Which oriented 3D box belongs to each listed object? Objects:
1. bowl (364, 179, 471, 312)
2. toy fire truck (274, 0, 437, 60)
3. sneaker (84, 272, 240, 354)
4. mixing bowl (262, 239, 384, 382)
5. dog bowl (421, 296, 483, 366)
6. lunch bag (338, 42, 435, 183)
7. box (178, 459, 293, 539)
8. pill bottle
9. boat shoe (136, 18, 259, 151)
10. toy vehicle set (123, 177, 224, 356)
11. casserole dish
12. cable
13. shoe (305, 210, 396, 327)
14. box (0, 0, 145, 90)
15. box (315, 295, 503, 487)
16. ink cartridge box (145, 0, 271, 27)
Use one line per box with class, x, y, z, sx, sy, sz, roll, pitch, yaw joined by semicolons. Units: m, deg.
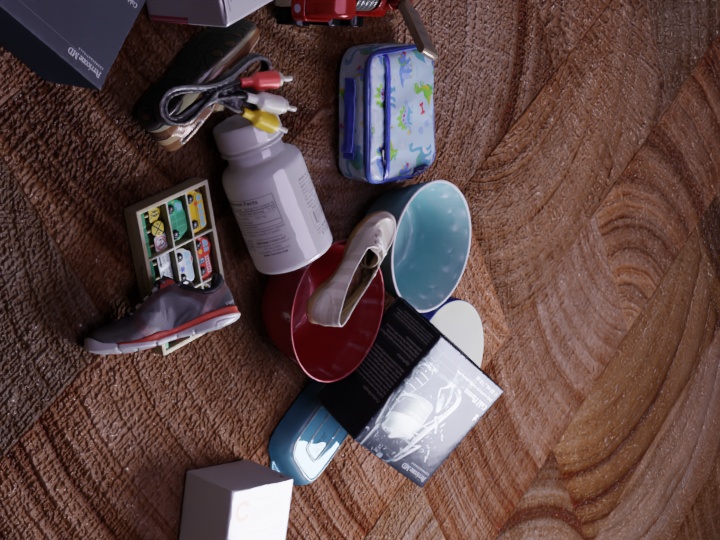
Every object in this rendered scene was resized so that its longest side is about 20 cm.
bowl;0.072;-0.045;1.976;0.200;0.104;0.204;-18;113;-47
toy fire truck;0.004;-0.354;1.725;0.175;0.198;0.131;-10;108;-49
sneaker;-0.253;0.051;1.611;0.197;0.077;0.083;-15;88;-21
mixing bowl;-0.068;0.049;1.827;0.199;0.107;0.203;-17;112;-48
dog bowl;0.115;0.137;2.104;0.199;0.078;0.203;-18;114;-47
lunch bag;0.038;-0.232;1.901;0.160;0.082;0.203;-13;110;-46
box;-0.179;0.381;1.797;0.124;0.097;0.203;-1;102;-50
pill bottle;-0.120;-0.108;1.706;0.114;0.113;0.202;-38;117;-38
boat shoe;-0.199;-0.233;1.620;0.200;0.075;0.074;-49;140;-19
toy vehicle set;-0.235;-0.006;1.670;0.124;0.026;0.203;-31;123;-42
casserole dish;-0.062;0.238;1.948;0.201;0.038;0.122;-52;135;-27
cable;-0.160;-0.218;1.572;0.198;0.050;0.099;-5;103;-47
shoe;0.000;0.000;1.770;0.201;0.053;0.070;-55;136;-25
box;-0.335;-0.329;1.391;0.200;0.103;0.184;41;68;-48
box;0.074;0.183;1.922;0.197;0.124;0.200;-49;134;2
ink cartridge box;-0.152;-0.375;1.570;0.199;0.144;0.086;-38;127;-39
